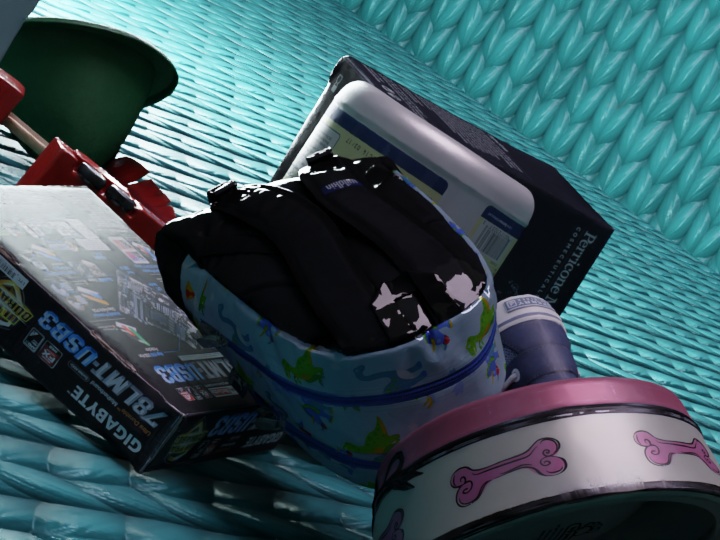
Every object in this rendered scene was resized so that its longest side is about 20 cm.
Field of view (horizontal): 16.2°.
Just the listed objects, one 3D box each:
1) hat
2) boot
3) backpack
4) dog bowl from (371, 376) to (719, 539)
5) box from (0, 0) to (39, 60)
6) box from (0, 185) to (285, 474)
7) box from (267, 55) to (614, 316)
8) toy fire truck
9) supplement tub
[{"bbox_3d":[-0.219,-0.075,1.851,0.165,0.177,0.199,20,-23,-38],"label":"hat"},{"bbox_3d":[0.079,0.114,1.442,0.072,0.201,0.091,-5,47,-19],"label":"boot"},{"bbox_3d":[0.000,0.026,1.377,0.162,0.155,0.200,-19,17,-23],"label":"backpack"},{"bbox_3d":[0.095,0.121,1.302,0.200,0.200,0.074,19,49,-48],"label":"dog bowl"},{"bbox_3d":[-0.313,-0.124,1.299,0.171,0.200,0.200,36,10,25],"label":"box"},{"bbox_3d":[-0.142,0.029,1.440,0.198,0.050,0.200,43,14,14],"label":"box"},{"bbox_3d":[0.033,-0.008,1.749,0.199,0.197,0.117,26,12,-29],"label":"box"},{"bbox_3d":[-0.187,-0.054,1.678,0.200,0.049,0.141,39,5,-23],"label":"toy fire truck"},{"bbox_3d":[0.000,0.000,1.574,0.145,0.201,0.145,33,3,-2],"label":"supplement tub"}]
